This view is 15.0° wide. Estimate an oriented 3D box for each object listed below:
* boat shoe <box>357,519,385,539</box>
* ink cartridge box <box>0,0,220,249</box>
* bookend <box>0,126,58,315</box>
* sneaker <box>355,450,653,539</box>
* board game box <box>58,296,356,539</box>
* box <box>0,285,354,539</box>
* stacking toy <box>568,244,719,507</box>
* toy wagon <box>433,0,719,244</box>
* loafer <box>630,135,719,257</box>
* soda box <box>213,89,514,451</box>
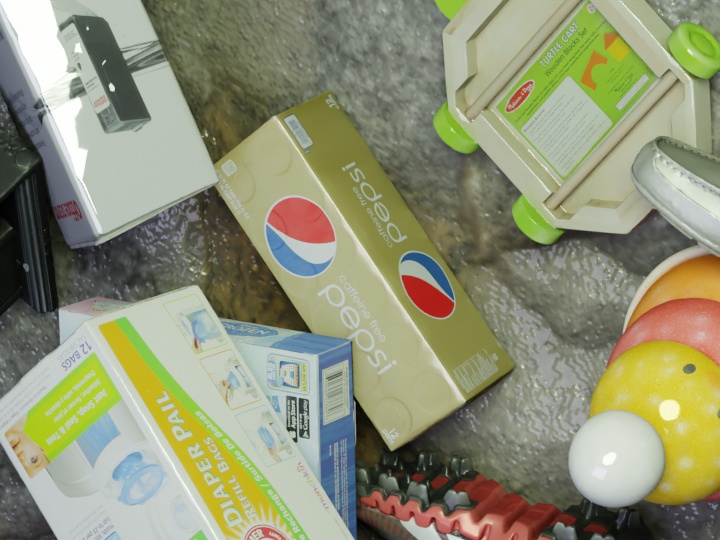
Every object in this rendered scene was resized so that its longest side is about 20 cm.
[{"bbox_3d":[-0.039,0.163,1.681,0.072,0.076,0.201,-41,75,39],"label":"boat shoe"},{"bbox_3d":[-0.167,-0.121,1.605,0.201,0.083,0.144,67,168,-4],"label":"ink cartridge box"},{"bbox_3d":[-0.287,0.017,1.654,0.092,0.200,0.199,38,157,15],"label":"bookend"},{"bbox_3d":[0.074,0.170,1.608,0.199,0.071,0.099,16,113,25],"label":"sneaker"},{"bbox_3d":[-0.092,0.128,1.636,0.198,0.043,0.201,9,106,34],"label":"board game box"},{"bbox_3d":[-0.103,0.127,1.553,0.112,0.101,0.201,-40,77,36],"label":"box"},{"bbox_3d":[0.170,0.079,1.436,0.145,0.200,0.147,11,113,28],"label":"stacking toy"},{"bbox_3d":[0.105,-0.117,1.506,0.200,0.040,0.155,49,125,9],"label":"toy wagon"},{"bbox_3d":[0.239,-0.027,1.431,0.199,0.070,0.070,25,116,5],"label":"loafer"},{"bbox_3d":[0.000,0.000,1.598,0.068,0.064,0.201,-36,86,35],"label":"soda box"}]
